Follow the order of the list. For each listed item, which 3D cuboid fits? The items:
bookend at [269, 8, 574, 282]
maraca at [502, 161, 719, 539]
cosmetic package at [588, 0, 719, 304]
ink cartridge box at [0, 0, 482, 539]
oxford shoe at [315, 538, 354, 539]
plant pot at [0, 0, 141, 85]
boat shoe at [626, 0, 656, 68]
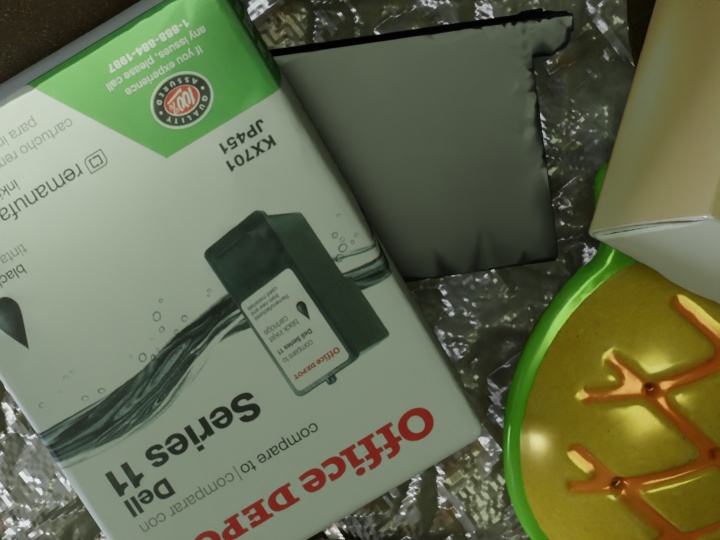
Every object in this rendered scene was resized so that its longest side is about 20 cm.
[{"bbox_3d":[0.000,0.000,0.816,0.200,0.092,0.199,-9,99,0],"label":"bookend"},{"bbox_3d":[0.129,0.036,0.791,0.137,0.107,0.200,7,106,-25],"label":"maraca"},{"bbox_3d":[0.170,-0.087,0.729,0.105,0.071,0.200,24,73,-28],"label":"cosmetic package"},{"bbox_3d":[-0.064,0.007,0.720,0.146,0.083,0.200,-31,104,3],"label":"ink cartridge box"},{"bbox_3d":[0.037,0.159,0.837,0.200,0.071,0.071,3,81,23],"label":"oxford shoe"},{"bbox_3d":[-0.165,-0.131,0.771,0.200,0.187,0.187,-20,91,10],"label":"plant pot"},{"bbox_3d":[0.153,-0.141,0.802,0.066,0.074,0.200,-8,96,-24],"label":"boat shoe"}]
